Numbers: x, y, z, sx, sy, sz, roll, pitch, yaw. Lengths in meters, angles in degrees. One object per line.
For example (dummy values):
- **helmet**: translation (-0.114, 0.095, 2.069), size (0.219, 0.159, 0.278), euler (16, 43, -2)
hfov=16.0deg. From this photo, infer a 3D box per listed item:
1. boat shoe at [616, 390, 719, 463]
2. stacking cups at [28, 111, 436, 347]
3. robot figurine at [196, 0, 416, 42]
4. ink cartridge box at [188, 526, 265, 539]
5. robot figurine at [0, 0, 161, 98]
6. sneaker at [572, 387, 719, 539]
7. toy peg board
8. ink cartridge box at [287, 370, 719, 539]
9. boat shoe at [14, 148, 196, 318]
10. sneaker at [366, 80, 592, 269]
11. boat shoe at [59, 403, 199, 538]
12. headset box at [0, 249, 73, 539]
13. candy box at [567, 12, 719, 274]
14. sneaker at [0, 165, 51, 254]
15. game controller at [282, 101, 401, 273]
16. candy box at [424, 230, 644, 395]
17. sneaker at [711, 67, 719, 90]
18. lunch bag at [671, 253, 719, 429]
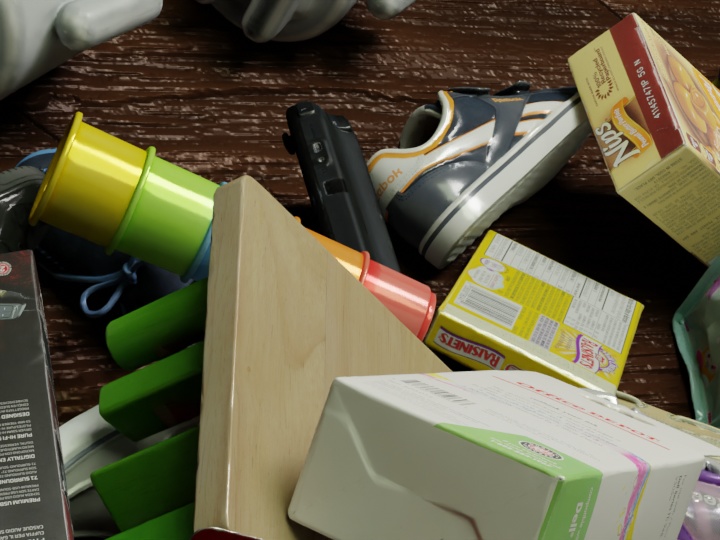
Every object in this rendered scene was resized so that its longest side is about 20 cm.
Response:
- **boat shoe**: translation (0.171, 0.107, 1.396), size (0.200, 0.073, 0.063), euler (18, 37, -3)
- **stacking cups**: translation (-0.061, -0.007, 1.247), size (0.200, 0.061, 0.061), euler (26, 39, -9)
- **robot figurine**: translation (-0.031, -0.214, 1.566), size (0.169, 0.113, 0.200), euler (38, 38, -1)
- **ink cartridge box**: translation (-0.012, 0.209, 1.076), size (0.200, 0.176, 0.084), euler (15, 41, -19)
- **robot figurine**: translation (-0.193, -0.160, 1.386), size (0.169, 0.113, 0.200), euler (24, 35, 19)
- **sneaker**: translation (0.164, 0.134, 1.227), size (0.200, 0.081, 0.089), euler (21, 44, -5)
- **toy peg board**: translation (-0.037, 0.101, 1.172), size (0.199, 0.098, 0.200), euler (44, 33, -38)
- **ink cartridge box**: translation (0.072, 0.094, 1.124), size (0.117, 0.067, 0.200), euler (22, 10, 28)
- **boat shoe**: translation (-0.092, -0.001, 1.318), size (0.200, 0.084, 0.069), euler (23, 26, -7)
- **sneaker**: translation (0.075, -0.077, 1.520), size (0.079, 0.078, 0.200), euler (41, 38, 10)
- **boat shoe**: translation (-0.085, 0.097, 1.228), size (0.200, 0.074, 0.065), euler (-19, 56, -43)
- **headset box**: translation (-0.198, 0.100, 1.092), size (0.148, 0.077, 0.200), euler (-8, 54, -5)
- **candy box**: translation (0.213, -0.056, 1.548), size (0.200, 0.055, 0.116), euler (34, 30, -41)
- **sneaker**: translation (-0.189, 0.036, 1.223), size (0.104, 0.060, 0.200), euler (35, 52, 19)
- **game controller**: translation (0.000, 0.000, 1.378), size (0.042, 0.104, 0.200), euler (-16, 48, 0)
- **candy box**: translation (0.098, 0.029, 1.401), size (0.102, 0.026, 0.200), euler (29, 16, 3)
- **sneaker**: translation (0.300, -0.082, 1.680), size (0.066, 0.078, 0.200), euler (0, 50, -37)
- **lunch bag**: translation (0.303, 0.019, 1.473), size (0.170, 0.200, 0.122), euler (16, 41, -21)
